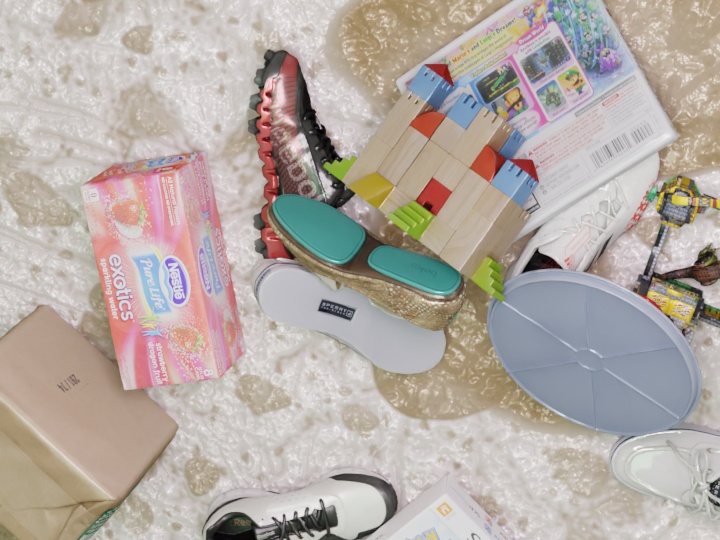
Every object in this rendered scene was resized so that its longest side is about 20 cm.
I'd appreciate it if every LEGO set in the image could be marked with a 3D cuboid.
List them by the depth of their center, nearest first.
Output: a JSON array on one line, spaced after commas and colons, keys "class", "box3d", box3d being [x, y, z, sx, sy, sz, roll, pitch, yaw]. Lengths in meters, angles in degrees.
[{"class": "LEGO set", "box3d": [0.320, 0.014, 1.667, 0.199, 0.116, 0.155, 29, 112, 3]}]

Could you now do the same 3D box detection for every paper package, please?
[{"class": "paper package", "box3d": [-0.292, 0.151, 1.810, 0.190, 0.200, 0.104, 41, 110, -1]}]

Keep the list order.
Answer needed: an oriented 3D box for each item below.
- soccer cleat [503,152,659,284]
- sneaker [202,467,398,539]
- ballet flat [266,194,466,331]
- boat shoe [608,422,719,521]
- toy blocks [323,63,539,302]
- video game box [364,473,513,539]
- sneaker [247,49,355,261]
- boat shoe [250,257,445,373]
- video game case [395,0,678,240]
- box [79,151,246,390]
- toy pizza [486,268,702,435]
[{"class": "soccer cleat", "box3d": [0.195, -0.035, 1.704, 0.068, 0.085, 0.200, 40, 110, 0]}, {"class": "sneaker", "box3d": [-0.060, 0.243, 1.844, 0.198, 0.080, 0.074, -13, 99, 14]}, {"class": "ballet flat", "box3d": [0.000, 0.000, 1.693, 0.199, 0.070, 0.066, 28, 137, 21]}, {"class": "boat shoe", "box3d": [0.322, 0.193, 1.735, 0.200, 0.086, 0.075, 11, 107, 10]}, {"class": "toy blocks", "box3d": [0.083, -0.088, 1.661, 0.200, 0.100, 0.137, 39, 94, 31]}, {"class": "video game box", "box3d": [0.072, 0.320, 1.837, 0.200, 0.047, 0.182, -41, 101, 20]}, {"class": "sneaker", "box3d": [-0.050, -0.103, 1.752, 0.097, 0.071, 0.203, 1, 107, 13]}, {"class": "boat shoe", "box3d": [-0.014, 0.037, 1.775, 0.198, 0.070, 0.071, 19, 102, -23]}, {"class": "video game case", "box3d": [0.152, -0.143, 1.688, 0.199, 0.024, 0.183, -32, 76, 20]}, {"class": "box", "box3d": [-0.182, 0.000, 1.797, 0.102, 0.095, 0.202, -7, 103, 14]}, {"class": "toy pizza", "box3d": [0.204, 0.067, 1.667, 0.199, 0.032, 0.201, 21, 143, 16]}]
